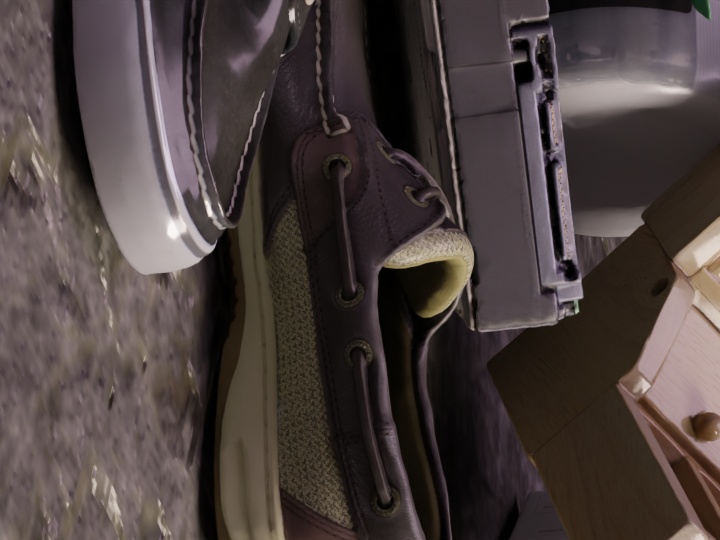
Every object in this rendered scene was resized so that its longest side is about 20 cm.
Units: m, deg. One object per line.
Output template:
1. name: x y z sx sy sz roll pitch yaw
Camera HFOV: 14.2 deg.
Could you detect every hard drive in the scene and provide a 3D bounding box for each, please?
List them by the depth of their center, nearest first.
1. hard drive: 0.035 -0.058 0.902 0.200 0.038 0.140 -117 -160 -85

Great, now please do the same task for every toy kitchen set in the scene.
1. toy kitchen set: 0.182 0.050 0.954 0.163 0.200 0.180 44 10 -22

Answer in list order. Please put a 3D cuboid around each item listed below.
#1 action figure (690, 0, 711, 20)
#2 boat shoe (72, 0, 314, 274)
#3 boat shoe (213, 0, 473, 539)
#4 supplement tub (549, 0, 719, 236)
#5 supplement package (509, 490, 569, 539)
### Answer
1. action figure: 0.068 -0.169 0.964 0.200 0.055 0.118 38 -44 55
2. boat shoe: -0.033 -0.095 0.725 0.069 0.057 0.200 56 32 -60
3. boat shoe: 0.000 0.000 0.795 0.072 0.066 0.201 52 36 -62
4. supplement tub: 0.096 -0.124 1.079 0.123 0.122 0.200 58 31 -59
5. supplement package: 0.105 0.167 1.025 0.200 0.117 0.117 -55 139 -66
